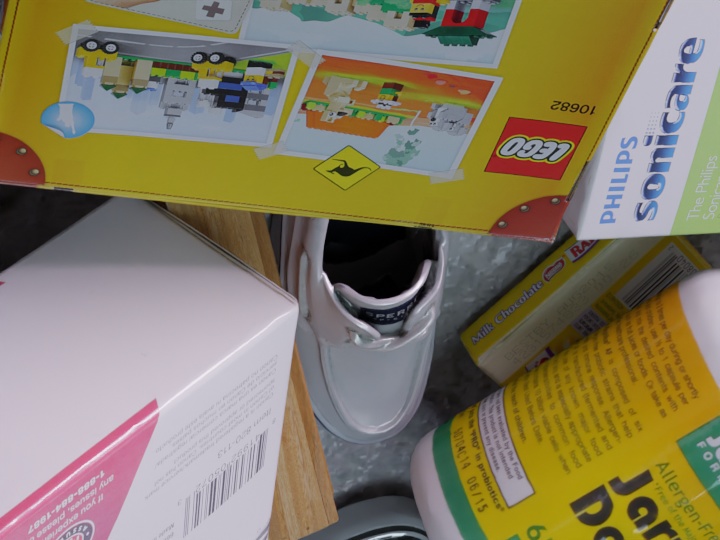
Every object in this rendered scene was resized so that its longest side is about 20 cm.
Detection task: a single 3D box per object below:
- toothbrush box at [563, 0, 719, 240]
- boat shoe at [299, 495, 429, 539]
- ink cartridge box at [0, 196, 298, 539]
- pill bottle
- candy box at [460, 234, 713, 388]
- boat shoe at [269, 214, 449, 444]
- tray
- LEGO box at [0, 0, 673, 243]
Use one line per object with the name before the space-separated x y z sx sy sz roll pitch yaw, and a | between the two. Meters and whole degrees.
toothbrush box | 0.171 -0.098 0.910 0.199 0.086 0.146 -5 126 -22
boat shoe | -0.037 0.184 1.038 0.200 0.064 0.071 -43 130 10
ink cartridge box | -0.104 0.096 0.801 0.146 0.083 0.201 -38 151 -37
pill bottle | 0.130 0.070 0.949 0.199 0.113 0.113 -32 132 15
candy box | 0.139 0.051 1.044 0.102 0.026 0.200 -40 131 9
boat shoe | 0.000 0.000 0.918 0.073 0.065 0.201 -18 129 -11
tray | -0.056 -0.001 0.871 0.037 0.099 0.201 -22 130 -10
LEGO box | -0.014 -0.091 0.714 0.199 0.078 0.149 6 140 -16
